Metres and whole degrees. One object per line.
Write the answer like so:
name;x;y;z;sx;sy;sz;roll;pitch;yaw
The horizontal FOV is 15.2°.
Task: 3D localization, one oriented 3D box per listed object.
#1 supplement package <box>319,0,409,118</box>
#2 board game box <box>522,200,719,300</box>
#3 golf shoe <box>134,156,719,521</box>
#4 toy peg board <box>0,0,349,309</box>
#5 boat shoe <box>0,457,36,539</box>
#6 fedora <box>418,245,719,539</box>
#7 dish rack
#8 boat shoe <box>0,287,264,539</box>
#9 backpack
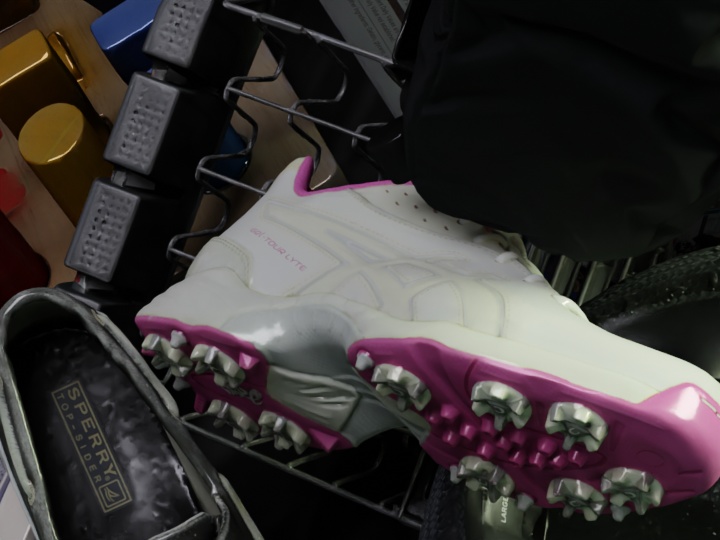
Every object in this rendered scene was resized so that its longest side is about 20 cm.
supplement package;0.018;-0.186;0.959;0.111;0.156;0.200;-21;51;12
board game box;0.164;-0.051;0.880;0.135;0.035;0.200;31;74;37
golf shoe;0.026;0.011;0.770;0.200;0.075;0.092;12;59;38
toy peg board;-0.140;-0.065;0.986;0.199;0.098;0.200;-32;51;2
boat shoe;-0.141;0.136;0.876;0.093;0.075;0.200;1;56;41
fedora;0.118;0.085;0.768;0.200;0.092;0.201;-18;48;20
dish rack;0.000;0.000;0.872;0.199;0.055;0.154;21;94;17
boat shoe;-0.060;0.097;0.813;0.071;0.064;0.200;-29;79;-10
backpack;0.099;-0.110;0.748;0.126;0.167;0.200;31;57;4
